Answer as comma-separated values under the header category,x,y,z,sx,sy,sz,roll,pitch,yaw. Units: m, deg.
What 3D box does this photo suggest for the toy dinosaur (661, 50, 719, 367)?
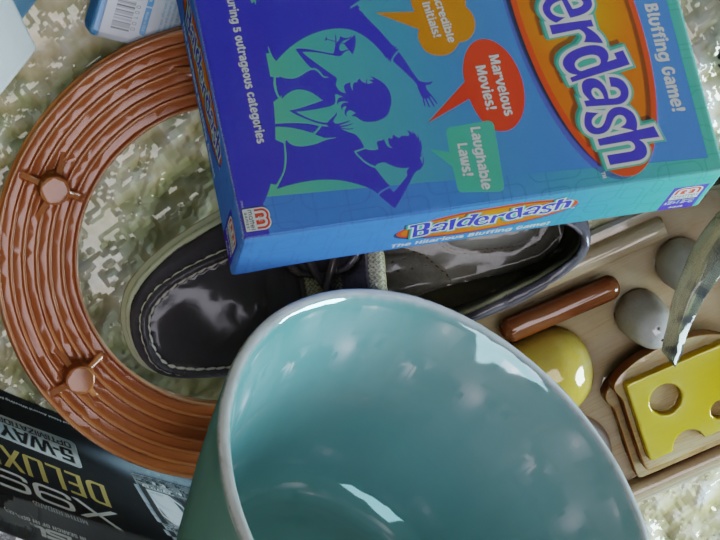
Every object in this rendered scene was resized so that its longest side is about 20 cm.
category,x,y,z,sx,sy,sz,roll,pitch,yaw
toy dinosaur,0.178,-0.053,1.130,0.200,0.047,0.088,-41,78,-21

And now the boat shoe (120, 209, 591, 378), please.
category,x,y,z,sx,sy,sz,roll,pitch,yaw
boat shoe,0.000,0.000,1.050,0.200,0.065,0.072,-14,104,-10

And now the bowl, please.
category,x,y,z,sx,sy,sz,roll,pitch,yaw
bowl,0.007,0.118,0.995,0.201,0.201,0.105,23,134,-22

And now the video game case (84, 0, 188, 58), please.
category,x,y,z,sx,sy,sz,roll,pitch,yaw
video game case,-0.003,-0.146,1.079,0.200,0.018,0.143,13,106,-20

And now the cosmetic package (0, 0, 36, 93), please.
category,x,y,z,sx,sy,sz,roll,pitch,yaw
cosmetic package,-0.259,-0.117,0.917,0.199,0.123,0.200,-11,116,24

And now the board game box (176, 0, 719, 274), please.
category,x,y,z,sx,sy,sz,roll,pitch,yaw
board game box,0.032,-0.089,1.030,0.200,0.045,0.152,-9,72,-13

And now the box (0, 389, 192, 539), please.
category,x,y,z,sx,sy,sz,roll,pitch,yaw
box,-0.092,0.126,1.081,0.200,0.158,0.050,24,102,-22

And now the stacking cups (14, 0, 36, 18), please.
category,x,y,z,sx,sy,sz,roll,pitch,yaw
stacking cups,-0.153,-0.126,1.024,0.061,0.061,0.200,34,96,-24

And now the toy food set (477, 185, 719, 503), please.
category,x,y,z,sx,sy,sz,roll,pitch,yaw
toy food set,0.111,0.063,1.167,0.200,0.060,0.144,-23,114,-6

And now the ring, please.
category,x,y,z,sx,sy,sz,roll,pitch,yaw
ring,-0.055,-0.006,1.081,0.200,0.019,0.200,-3,102,-13
